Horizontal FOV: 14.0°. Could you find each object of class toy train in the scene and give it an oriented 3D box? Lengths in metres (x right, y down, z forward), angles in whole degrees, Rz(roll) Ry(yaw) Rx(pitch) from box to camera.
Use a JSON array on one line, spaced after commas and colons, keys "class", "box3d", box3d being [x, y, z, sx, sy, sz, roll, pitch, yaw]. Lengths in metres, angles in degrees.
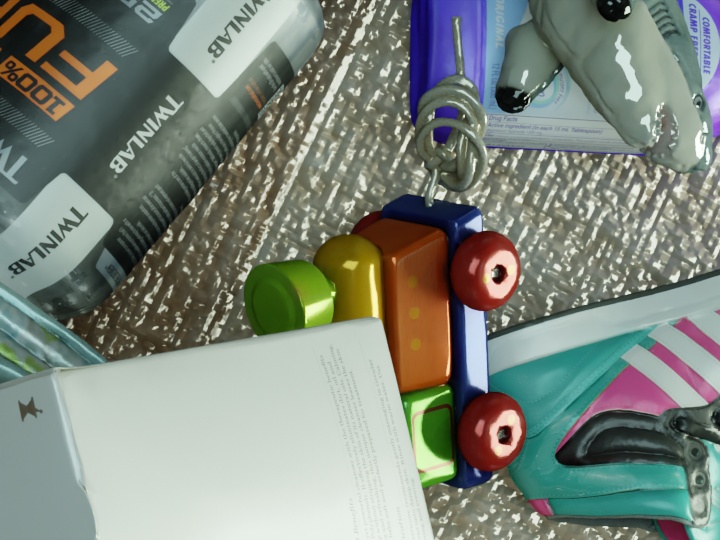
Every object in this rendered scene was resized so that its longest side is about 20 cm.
[{"class": "toy train", "box3d": [0.000, 0.000, 1.225, 0.115, 0.085, 0.201, -14, 107, -39]}]

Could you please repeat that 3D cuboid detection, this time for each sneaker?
[{"class": "sneaker", "box3d": [0.153, 0.064, 1.283, 0.199, 0.084, 0.121, -15, 84, -2]}]

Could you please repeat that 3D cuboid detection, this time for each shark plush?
[{"class": "shark plush", "box3d": [0.108, -0.133, 1.261, 0.083, 0.091, 0.200, 16, 44, -24]}]

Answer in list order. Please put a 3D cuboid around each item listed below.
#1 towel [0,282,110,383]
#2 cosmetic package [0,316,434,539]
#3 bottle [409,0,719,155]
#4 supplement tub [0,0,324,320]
[{"class": "towel", "box3d": [-0.199, 0.046, 1.191, 0.200, 0.171, 0.048, 36, 50, -5]}, {"class": "cosmetic package", "box3d": [-0.066, 0.084, 1.093, 0.200, 0.085, 0.108, -6, 82, -53]}, {"class": "bottle", "box3d": [0.122, -0.092, 1.299, 0.199, 0.065, 0.084, 3, 80, -9]}, {"class": "supplement tub", "box3d": [-0.119, -0.067, 1.231, 0.122, 0.123, 0.200, 40, 81, -5]}]
